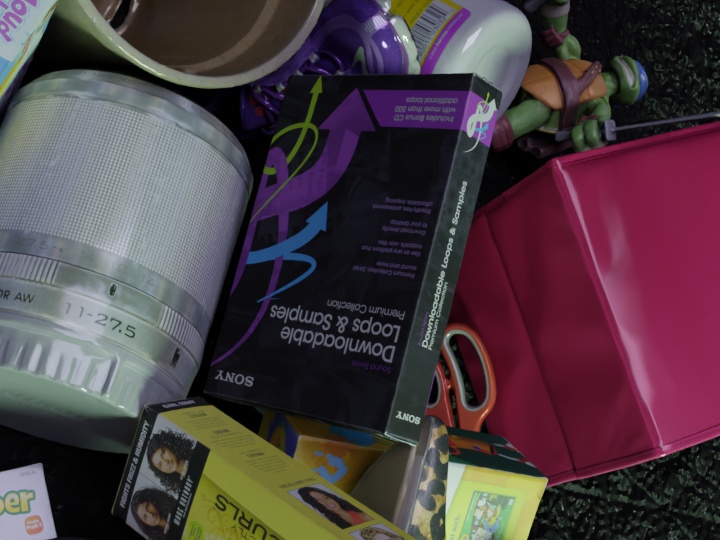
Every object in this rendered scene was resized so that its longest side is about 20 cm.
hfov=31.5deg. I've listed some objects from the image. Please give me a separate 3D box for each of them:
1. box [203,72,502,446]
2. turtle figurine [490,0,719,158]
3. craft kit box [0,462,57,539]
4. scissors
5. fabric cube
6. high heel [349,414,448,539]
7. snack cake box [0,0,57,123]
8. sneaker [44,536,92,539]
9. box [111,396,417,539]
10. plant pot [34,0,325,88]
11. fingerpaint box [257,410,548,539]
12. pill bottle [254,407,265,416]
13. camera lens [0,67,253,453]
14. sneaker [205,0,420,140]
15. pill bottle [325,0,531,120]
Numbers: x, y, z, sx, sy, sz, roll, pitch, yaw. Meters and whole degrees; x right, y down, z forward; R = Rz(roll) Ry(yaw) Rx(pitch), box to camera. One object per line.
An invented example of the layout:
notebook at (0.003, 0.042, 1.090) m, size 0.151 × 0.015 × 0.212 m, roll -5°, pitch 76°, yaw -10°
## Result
box at (-0.007, -0.013, 0.721) m, size 0.036 × 0.143 × 0.201 m, roll 22°, pitch 78°, yaw -48°
turtle figurine at (0.137, -0.152, 0.953) m, size 0.193 × 0.200 × 0.145 m, roll -16°, pitch 95°, yaw -9°
craft kit box at (-0.259, 0.228, 0.722) m, size 0.199 × 0.049 × 0.198 m, roll -10°, pitch 76°, yaw -28°
scissors at (0.079, 0.138, 0.903) m, size 0.073 × 0.014 × 0.201 m, roll -19°, pitch 80°, yaw 12°
fabric cube at (0.196, 0.027, 0.912) m, size 0.196 × 0.200 × 0.200 m, roll -14°, pitch 80°, yaw -27°
high heel at (0.052, 0.179, 0.729) m, size 0.142 × 0.071 × 0.201 m, roll 12°, pitch 104°, yaw -28°
snack cake box at (-0.246, -0.102, 0.743) m, size 0.067 × 0.200 × 0.115 m, roll 34°, pitch 63°, yaw -12°
sneaker at (-0.115, 0.230, 0.710) m, size 0.076 × 0.199 × 0.116 m, roll -45°, pitch 140°, yaw -39°
box at (-0.042, 0.144, 0.674) m, size 0.050 × 0.200 × 0.076 m, roll -2°, pitch 117°, yaw -55°
plant pot at (-0.150, -0.209, 0.814) m, size 0.200 × 0.183 × 0.201 m, roll -1°, pitch 92°, yaw -40°
fingerpaint box at (0.000, 0.192, 0.788) m, size 0.166 × 0.073 × 0.201 m, roll 12°, pitch 102°, yaw -21°
pill bottle at (0.000, 0.000, 0.826) m, size 0.114 × 0.114 × 0.201 m, roll 10°, pitch 105°, yaw -22°
camera lens at (-0.161, -0.008, 0.776) m, size 0.159 × 0.160 × 0.201 m, roll 22°, pitch 66°, yaw -18°
sneaker at (-0.037, -0.123, 0.849) m, size 0.083 × 0.200 × 0.081 m, roll -40°, pitch 100°, yaw -36°
pill bottle at (0.016, -0.177, 0.909) m, size 0.200 × 0.104 × 0.104 m, roll 35°, pitch 56°, yaw 27°
